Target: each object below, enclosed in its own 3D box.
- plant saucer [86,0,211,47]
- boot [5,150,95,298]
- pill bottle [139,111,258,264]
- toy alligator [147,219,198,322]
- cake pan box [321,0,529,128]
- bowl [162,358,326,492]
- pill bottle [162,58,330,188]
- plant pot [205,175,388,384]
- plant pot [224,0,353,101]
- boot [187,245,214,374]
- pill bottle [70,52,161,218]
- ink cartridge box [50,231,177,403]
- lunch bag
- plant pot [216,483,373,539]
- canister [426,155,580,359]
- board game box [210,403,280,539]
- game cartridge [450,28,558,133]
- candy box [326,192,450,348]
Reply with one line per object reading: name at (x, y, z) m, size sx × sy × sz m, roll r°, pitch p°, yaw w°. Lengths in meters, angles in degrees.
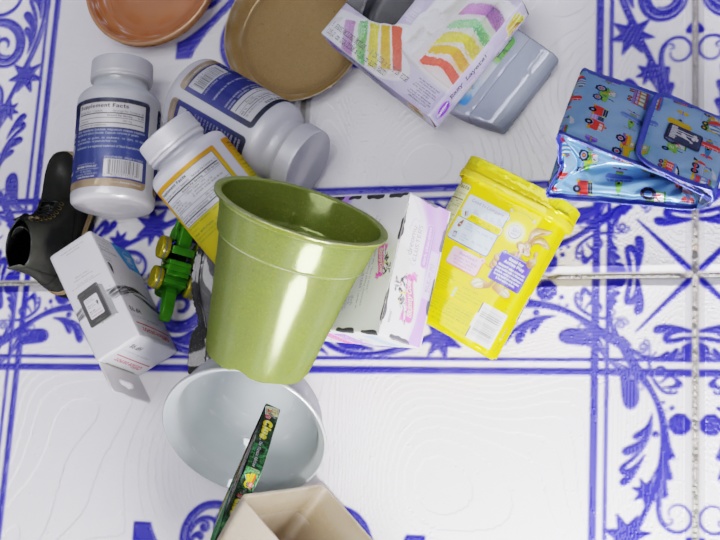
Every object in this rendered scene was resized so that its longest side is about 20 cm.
plant saucer at (-0.283, -0.398, 1.806) m, size 0.199 × 0.037 × 0.201 m, roll -5°, pitch 75°, yaw 18°
boot at (-0.410, -0.077, 1.715) m, size 0.077 × 0.138 × 0.201 m, roll -12°, pitch 73°, yaw 15°
pill bottle at (-0.175, -0.091, 1.586) m, size 0.109 × 0.109 × 0.200 m, roll -38°, pitch 92°, yaw 6°
toy alligator at (-0.234, -0.031, 1.695) m, size 0.059 × 0.054 × 0.201 m, roll 16°, pitch 81°, yaw -24°
cake pan box at (0.077, -0.306, 1.624) m, size 0.200 × 0.052 × 0.184 m, roll 42°, pitch 90°, yaw 22°
bowl at (-0.129, 0.165, 1.568) m, size 0.200 × 0.202 × 0.091 m, roll -4°, pitch 35°, yaw 17°
pill bottle at (-0.143, -0.178, 1.665) m, size 0.200 × 0.116 × 0.116 m, roll 32°, pitch 88°, yaw 22°
plant pot at (-0.090, 0.018, 1.466) m, size 0.200 × 0.200 × 0.191 m, roll 24°, pitch 108°, yaw 21°
plant pot at (-0.083, -0.314, 1.726) m, size 0.199 × 0.027 × 0.201 m, roll -4°, pitch 77°, yaw 17°
boot at (-0.142, 0.049, 1.647) m, size 0.131 × 0.070 × 0.201 m, roll 0°, pitch 84°, yaw 11°
pill bottle at (-0.320, -0.177, 1.725) m, size 0.111 × 0.111 × 0.201 m, roll -3°, pitch 76°, yaw 17°
ink cartridge box at (-0.303, 0.061, 1.661) m, size 0.067 × 0.116 × 0.200 m, roll -32°, pitch 70°, yaw 7°
lunch bag at (0.327, -0.136, 1.492) m, size 0.199 × 0.094 × 0.151 m, roll 14°, pitch 41°, yaw 11°
plant pot at (-0.078, 0.380, 1.478) m, size 0.200 × 0.200 × 0.177 m, roll 46°, pitch 104°, yaw 22°
canister at (0.146, -0.014, 1.549) m, size 0.148 × 0.087 × 0.200 m, roll 29°, pitch 89°, yaw 23°
board game box at (-0.140, 0.256, 1.516) m, size 0.023 × 0.200 × 0.105 m, roll 19°, pitch 39°, yaw -7°
game cartridge at (0.131, -0.265, 1.641) m, size 0.200 × 0.040 × 0.134 m, roll 38°, pitch 94°, yaw 22°
candy box at (0.000, 0.000, 1.550) m, size 0.200 × 0.071 × 0.168 m, roll 1°, pitch 74°, yaw 50°
